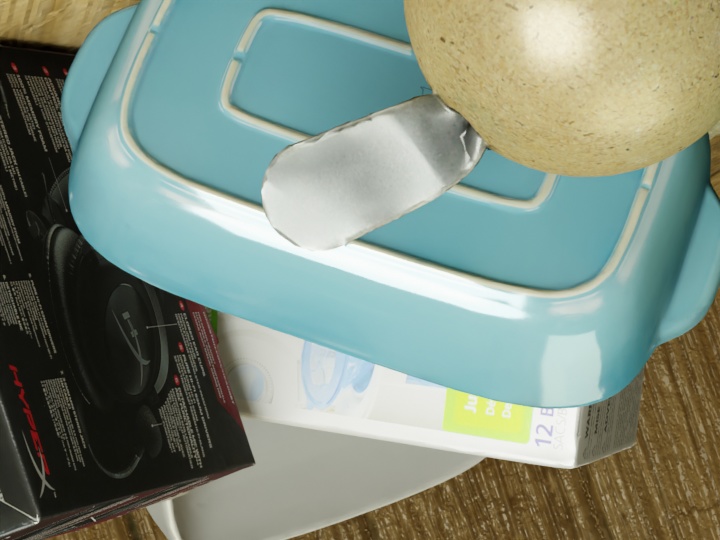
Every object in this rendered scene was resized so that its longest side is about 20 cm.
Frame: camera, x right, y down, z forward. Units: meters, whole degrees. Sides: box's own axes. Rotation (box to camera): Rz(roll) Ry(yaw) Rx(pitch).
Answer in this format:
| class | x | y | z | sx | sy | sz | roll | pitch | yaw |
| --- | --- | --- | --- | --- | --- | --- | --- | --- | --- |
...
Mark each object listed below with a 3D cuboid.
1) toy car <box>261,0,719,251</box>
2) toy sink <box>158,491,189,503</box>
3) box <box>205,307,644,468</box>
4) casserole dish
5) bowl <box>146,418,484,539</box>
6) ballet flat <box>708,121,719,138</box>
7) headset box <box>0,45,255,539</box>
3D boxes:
| class | x | y | z | sx | sy | sz | roll | pitch | yaw |
| --- | --- | --- | --- | --- | --- | --- | --- | --- | --- |
| toy car | 0.066 | -0.071 | 0.725 | 0.198 | 0.166 | 0.158 | -10 | 175 | 0 |
| toy sink | -0.183 | 0.045 | 1.062 | 0.199 | 0.113 | 0.130 | -7 | -177 | 31 |
| box | 0.000 | 0.000 | 1.009 | 0.198 | 0.113 | 0.101 | 8 | -177 | 17 |
| casserole dish | 0.010 | -0.037 | 0.794 | 0.199 | 0.122 | 0.039 | 19 | 154 | 7 |
| bowl | -0.023 | 0.009 | 1.225 | 0.199 | 0.201 | 0.075 | -17 | -145 | -32 |
| ballet flat | 0.048 | -0.062 | 0.873 | 0.198 | 0.063 | 0.068 | 7 | -141 | 8 |
| headset box | -0.113 | 0.010 | 0.886 | 0.077 | 0.150 | 0.200 | -20 | 176 | 16 |
